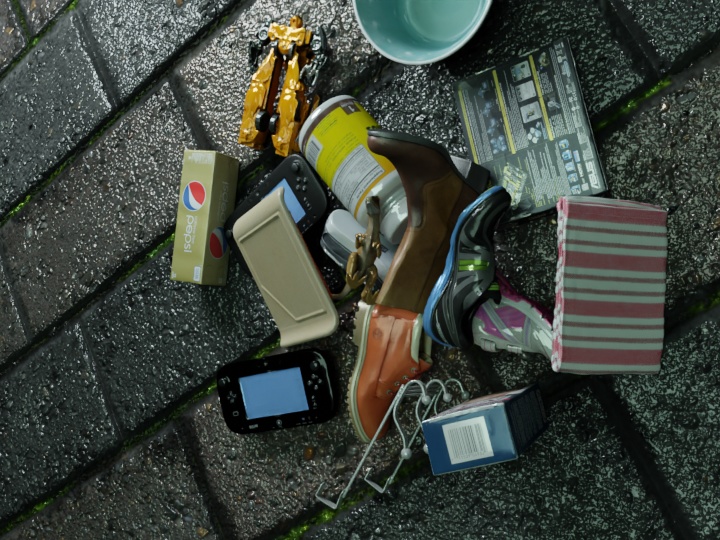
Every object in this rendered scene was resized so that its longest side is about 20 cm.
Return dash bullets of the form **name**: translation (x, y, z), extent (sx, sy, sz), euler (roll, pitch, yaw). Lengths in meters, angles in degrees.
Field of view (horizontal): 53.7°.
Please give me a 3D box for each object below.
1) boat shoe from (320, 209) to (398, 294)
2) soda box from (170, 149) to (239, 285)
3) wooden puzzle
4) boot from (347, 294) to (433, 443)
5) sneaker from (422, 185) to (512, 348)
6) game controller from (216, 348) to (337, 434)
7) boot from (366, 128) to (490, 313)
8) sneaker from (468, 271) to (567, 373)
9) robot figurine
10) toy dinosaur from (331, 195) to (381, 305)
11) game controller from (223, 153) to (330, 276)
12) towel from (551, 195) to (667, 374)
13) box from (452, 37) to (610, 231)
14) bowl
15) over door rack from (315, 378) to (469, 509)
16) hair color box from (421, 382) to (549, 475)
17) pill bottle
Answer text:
- **boat shoe**: translation (0.024, 0.002, 0.983), extent (0.199, 0.072, 0.068), euler (38, 130, 11)
- **soda box**: translation (-0.242, -0.081, 1.112), extent (0.063, 0.067, 0.206), euler (7, 90, 25)
- **wooden puzzle**: translation (-0.104, 0.001, 0.998), extent (0.184, 0.037, 0.204), euler (-21, 91, 59)
- **boot**: translation (0.042, 0.142, 0.947), extent (0.105, 0.075, 0.205), euler (10, 104, 25)
- **sneaker**: translation (0.141, -0.001, 0.852), extent (0.082, 0.070, 0.204), euler (25, 102, 30)
- **game controller**: translation (-0.124, 0.179, 1.047), extent (0.196, 0.042, 0.107), euler (-14, 81, 25)
- **boot**: translation (0.056, -0.056, 0.871), extent (0.068, 0.186, 0.204), euler (27, 98, 50)
- **sneaker**: translation (0.186, 0.069, 0.898), extent (0.199, 0.081, 0.089), euler (41, 105, 30)
- **robot figurine**: translation (-0.115, -0.278, 1.069), extent (0.142, 0.058, 0.205), euler (18, 95, 25)
- **toy dinosaur**: translation (0.000, 0.000, 0.927), extent (0.059, 0.107, 0.202), euler (15, 126, -14)
- **game controller**: translation (-0.126, -0.079, 1.056), extent (0.199, 0.042, 0.106), euler (-39, 69, 31)
- **towel**: translation (0.292, 0.019, 0.835), extent (0.143, 0.030, 0.206), euler (4, 88, -15)
- **box**: translation (0.216, -0.170, 0.910), extent (0.158, 0.049, 0.205), euler (-17, 80, 23)
- **bowl**: translation (0.097, -0.370, 0.938), extent (0.196, 0.104, 0.207), euler (4, 98, 26)
- **over door rack**: translation (0.053, 0.227, 0.911), extent (0.067, 0.147, 0.201), euler (44, 104, 26)
- **hair color box**: translation (0.152, 0.181, 0.835), extent (0.098, 0.199, 0.062), euler (-18, 80, 22)
- **pill bottle**: translation (0.010, -0.135, 0.972), extent (0.109, 0.109, 0.201), euler (-45, 71, 16)
